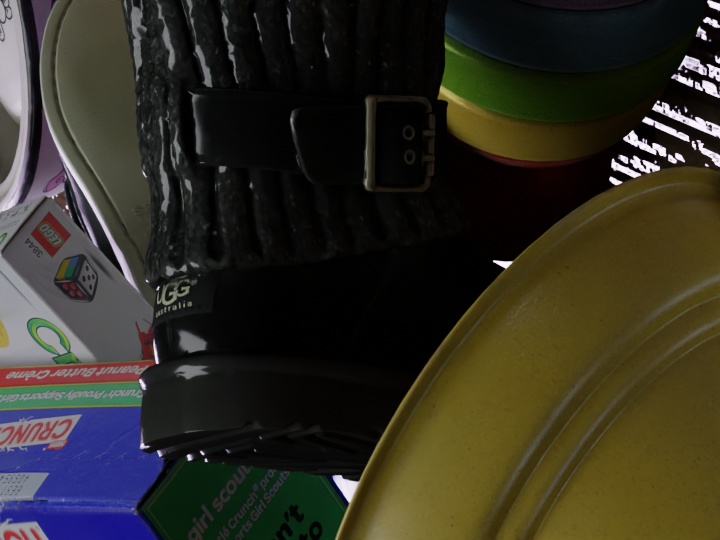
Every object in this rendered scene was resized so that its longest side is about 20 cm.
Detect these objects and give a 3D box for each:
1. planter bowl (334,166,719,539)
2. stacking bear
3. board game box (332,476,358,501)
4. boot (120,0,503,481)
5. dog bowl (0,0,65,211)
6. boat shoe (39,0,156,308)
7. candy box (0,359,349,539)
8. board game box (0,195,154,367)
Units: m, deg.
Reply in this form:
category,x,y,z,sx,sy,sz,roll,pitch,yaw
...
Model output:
category,x,y,z,sx,sy,sz,roll,pitch,yaw
planter bowl,0.083,0.080,0.752,0.083,0.200,0.201,32,132,32
stacking bear,0.056,-0.084,0.898,0.201,0.121,0.114,98,151,-50
board game box,0.000,0.000,0.945,0.134,0.034,0.201,-145,41,-74
boot,0.019,-0.019,0.822,0.079,0.210,0.159,-16,70,44
dog bowl,-0.170,-0.128,1.366,0.200,0.073,0.201,36,132,54
boat shoe,-0.078,-0.026,1.066,0.066,0.074,0.200,102,148,-50
candy box,-0.066,0.126,0.971,0.168,0.077,0.200,-3,132,43
board game box,-0.088,0.065,1.021,0.200,0.035,0.126,48,147,-17
